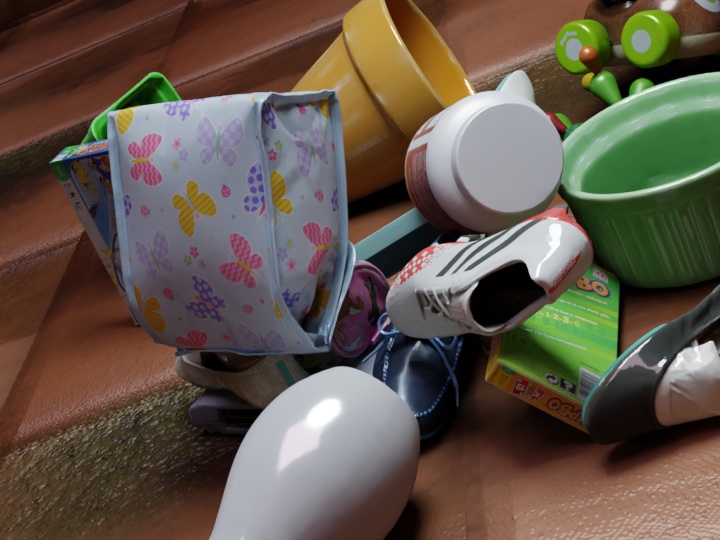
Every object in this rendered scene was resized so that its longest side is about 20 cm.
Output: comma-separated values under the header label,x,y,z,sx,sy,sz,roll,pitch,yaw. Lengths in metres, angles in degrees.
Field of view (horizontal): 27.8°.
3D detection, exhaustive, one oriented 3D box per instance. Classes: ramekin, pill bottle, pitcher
label,x,y,z,sx,sy,sz,roll,pitch,yaw
ramekin,0.264,-0.072,1.198,0.198,0.098,0.201,-21,25,10
pill bottle,0.102,-0.086,1.185,0.111,0.113,0.200,-27,4,-5
pitcher,-0.057,0.170,1.019,0.201,0.121,0.171,-53,19,-27

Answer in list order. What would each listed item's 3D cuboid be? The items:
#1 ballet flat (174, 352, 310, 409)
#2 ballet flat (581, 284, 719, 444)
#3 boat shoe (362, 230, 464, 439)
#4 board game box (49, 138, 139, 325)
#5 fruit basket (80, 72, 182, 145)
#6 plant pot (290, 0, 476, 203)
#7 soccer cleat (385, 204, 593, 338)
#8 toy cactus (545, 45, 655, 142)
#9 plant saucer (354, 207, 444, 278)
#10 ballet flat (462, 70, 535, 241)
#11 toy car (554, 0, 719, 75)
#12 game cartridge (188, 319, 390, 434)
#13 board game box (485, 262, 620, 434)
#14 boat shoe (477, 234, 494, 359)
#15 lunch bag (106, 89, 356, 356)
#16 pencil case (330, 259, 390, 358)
label,x,y,z,sx,sy,sz,roll,pitch,yaw
ballet flat,-0.106,0.068,1.231,0.067,0.063,0.199,-37,26,-26
ballet flat,0.240,0.058,1.004,0.199,0.068,0.068,-37,36,-24
boat shoe,0.047,0.044,1.163,0.083,0.069,0.201,7,42,1
board game box,-0.214,-0.041,1.467,0.134,0.201,0.035,-7,29,35
fruit basket,-0.198,-0.107,1.582,0.214,0.217,0.156,-5,31,38
plant pot,0.011,-0.168,1.545,0.182,0.201,0.201,-34,21,18
soccer cleat,0.080,0.016,1.037,0.199,0.069,0.085,-22,22,44
toy cactus,0.246,-0.134,1.366,0.198,0.103,0.166,4,46,34
plant saucer,0.000,0.000,1.327,0.199,0.070,0.019,-32,64,9
ballet flat,0.134,-0.101,1.390,0.069,0.069,0.201,6,60,49
toy car,0.287,-0.310,1.471,0.157,0.202,0.163,0,12,44
game cartridge,-0.040,0.088,1.247,0.198,0.041,0.133,-4,28,38
board game box,0.149,0.040,1.098,0.030,0.095,0.201,-59,6,34
boat shoe,0.131,-0.002,1.220,0.071,0.068,0.201,-19,24,16
lunch bag,-0.099,-0.035,1.145,0.168,0.203,0.127,-2,5,36
pencil case,-0.067,0.016,1.240,0.199,0.084,0.086,13,7,42
